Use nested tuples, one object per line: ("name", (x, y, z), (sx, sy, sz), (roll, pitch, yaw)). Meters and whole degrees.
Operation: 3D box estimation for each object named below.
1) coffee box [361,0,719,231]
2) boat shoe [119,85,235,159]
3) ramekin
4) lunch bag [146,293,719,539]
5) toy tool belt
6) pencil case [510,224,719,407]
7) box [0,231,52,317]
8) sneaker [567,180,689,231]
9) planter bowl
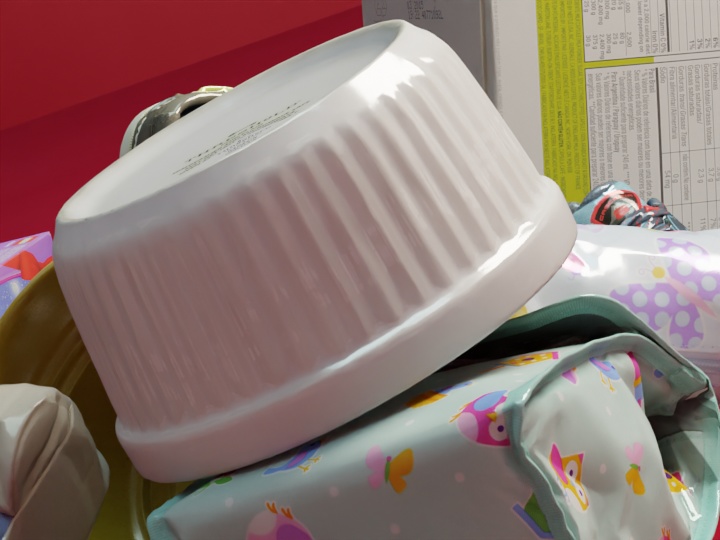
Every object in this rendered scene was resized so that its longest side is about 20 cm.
("coffee box", (0.127, -0.112, 1.570), (0.197, 0.201, 0.200), (-7, 8, -20))
("boat shoe", (-0.005, -0.027, 1.212), (0.201, 0.072, 0.060), (20, -15, -15))
("ramekin", (-0.025, -0.015, 1.081), (0.200, 0.105, 0.200), (-27, 12, 6))
("lunch bag", (0.039, 0.089, 1.075), (0.170, 0.122, 0.200), (-19, 6, 27))
("toy tool belt", (-0.197, 0.132, 1.169), (0.122, 0.125, 0.201), (7, 53, 24))
("pencil case", (0.140, 0.021, 1.182), (0.199, 0.084, 0.091), (1, 16, -7))
("box", (-0.199, 0.074, 1.466), (0.039, 0.137, 0.200), (-13, 12, 23))
("sneaker", (0.133, 0.006, 1.371), (0.079, 0.096, 0.200), (-24, 13, -24))
("planter bowl", (-0.089, 0.087, 1.258), (0.200, 0.201, 0.083), (-10, -20, 36))
